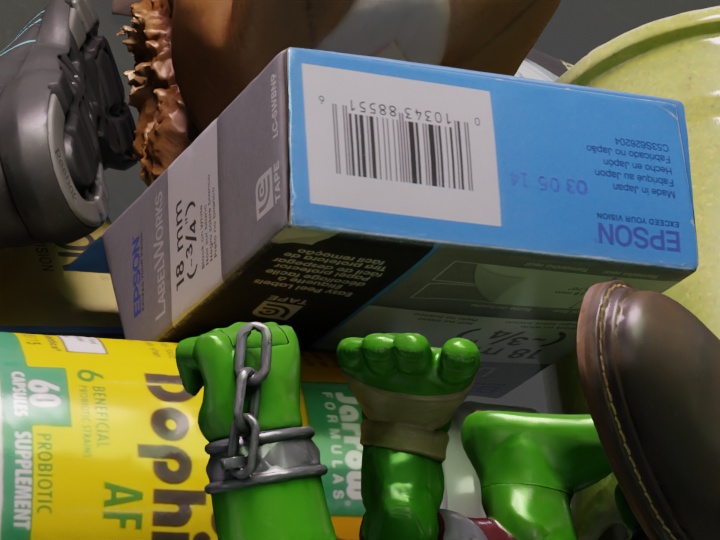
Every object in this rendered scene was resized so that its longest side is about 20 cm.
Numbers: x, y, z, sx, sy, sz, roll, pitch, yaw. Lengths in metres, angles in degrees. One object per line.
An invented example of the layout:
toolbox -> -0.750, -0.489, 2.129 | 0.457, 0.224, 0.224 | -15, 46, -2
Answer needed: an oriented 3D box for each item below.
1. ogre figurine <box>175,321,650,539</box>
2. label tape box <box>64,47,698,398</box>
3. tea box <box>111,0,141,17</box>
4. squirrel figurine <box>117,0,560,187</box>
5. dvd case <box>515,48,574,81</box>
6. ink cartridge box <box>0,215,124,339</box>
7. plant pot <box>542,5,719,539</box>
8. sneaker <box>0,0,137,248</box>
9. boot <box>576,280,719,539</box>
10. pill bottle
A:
ogre figurine -> 0.032, 0.092, 0.724 | 0.098, 0.120, 0.200 | -5, -19, 31
label tape box -> 0.000, 0.000, 0.848 | 0.144, 0.200, 0.064 | 6, 68, -25
tea box -> -0.040, -0.242, 1.257 | 0.133, 0.201, 0.197 | 11, 31, -6
squirrel figurine -> -0.046, -0.109, 0.960 | 0.141, 0.200, 0.187 | -1, 38, -39
dvd case -> 0.115, -0.052, 1.119 | 0.200, 0.022, 0.146 | 18, 23, -38
ink cartridge box -> -0.126, 0.023, 0.935 | 0.199, 0.047, 0.198 | -1, 33, -20
plant pot -> 0.140, 0.040, 0.898 | 0.199, 0.201, 0.185 | 13, 42, -2
sneaker -> -0.133, -0.055, 0.948 | 0.079, 0.076, 0.200 | -18, 13, 7
boot -> 0.146, 0.061, 0.727 | 0.097, 0.200, 0.075 | -14, 45, 36
pill bottle -> -0.040, 0.080, 0.805 | 0.199, 0.113, 0.113 | 5, 31, -17
